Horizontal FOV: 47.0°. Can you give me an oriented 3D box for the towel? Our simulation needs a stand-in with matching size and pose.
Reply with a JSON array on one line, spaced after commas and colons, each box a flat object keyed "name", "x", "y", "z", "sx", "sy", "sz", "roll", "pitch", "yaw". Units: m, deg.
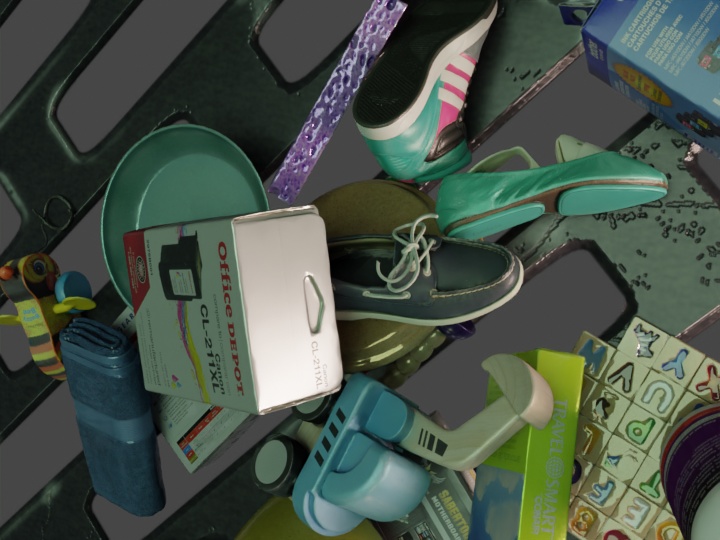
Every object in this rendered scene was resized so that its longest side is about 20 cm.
[{"name": "towel", "x": -0.254, "y": 0.153, "z": 0.865, "sx": 0.110, "sy": 0.048, "sz": 0.203, "roll": 15, "pitch": 119, "yaw": 38}]

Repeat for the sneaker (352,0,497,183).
[{"name": "sneaker", "x": 0.072, "y": -0.153, "z": 0.742, "sx": 0.083, "sy": 0.122, "sz": 0.201, "roll": 19, "pitch": 60, "yaw": 32}]

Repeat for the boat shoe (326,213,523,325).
[{"name": "boat shoe", "x": 0.032, "y": -0.003, "z": 0.680, "sx": 0.196, "sy": 0.062, "sz": 0.076, "roll": 1, "pitch": 54, "yaw": 20}]

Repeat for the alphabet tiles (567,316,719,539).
[{"name": "alphabet tiles", "x": 0.237, "y": 0.152, "z": 0.727, "sx": 0.165, "sy": 0.006, "sz": 0.202, "roll": 31, "pitch": 104, "yaw": 18}]

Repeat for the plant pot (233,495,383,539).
[{"name": "plant pot", "x": -0.069, "y": 0.317, "z": 0.750, "sx": 0.198, "sy": 0.141, "sz": 0.204, "roll": 19, "pitch": 118, "yaw": 38}]

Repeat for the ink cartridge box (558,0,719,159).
[{"name": "ink cartridge box", "x": 0.247, "y": -0.162, "z": 0.637, "sx": 0.199, "sy": 0.136, "sz": 0.077, "roll": 41, "pitch": 101, "yaw": 16}]

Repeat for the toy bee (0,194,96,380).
[{"name": "toy bee", "x": -0.362, "y": 0.027, "z": 0.916, "sx": 0.130, "sy": 0.108, "sz": 0.202, "roll": -35, "pitch": 80, "yaw": 22}]

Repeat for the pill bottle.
[{"name": "pill bottle", "x": 0.286, "y": 0.176, "z": 0.596, "sx": 0.110, "sy": 0.200, "sz": 0.115, "roll": 2, "pitch": 99, "yaw": 11}]

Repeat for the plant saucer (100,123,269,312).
[{"name": "plant saucer", "x": -0.167, "y": -0.040, "z": 0.817, "sx": 0.196, "sy": 0.036, "sz": 0.204, "roll": 1, "pitch": 93, "yaw": 22}]

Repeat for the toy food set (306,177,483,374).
[{"name": "toy food set", "x": 0.000, "y": 0.000, "z": 0.760, "sx": 0.197, "sy": 0.049, "sz": 0.201, "roll": 32, "pitch": 79, "yaw": 32}]

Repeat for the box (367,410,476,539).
[{"name": "box", "x": 0.058, "y": 0.261, "z": 0.784, "sx": 0.158, "sy": 0.048, "sz": 0.202, "roll": -36, "pitch": 80, "yaw": 19}]

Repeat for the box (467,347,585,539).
[{"name": "box", "x": 0.131, "y": 0.170, "z": 0.682, "sx": 0.047, "sy": 0.122, "sz": 0.204, "roll": 11, "pitch": 80, "yaw": -8}]

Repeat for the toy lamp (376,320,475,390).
[{"name": "toy lamp", "x": 0.026, "y": 0.110, "z": 0.787, "sx": 0.200, "sy": 0.058, "sz": 0.058, "roll": -47, "pitch": 76, "yaw": 17}]

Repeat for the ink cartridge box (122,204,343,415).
[{"name": "ink cartridge box", "x": -0.112, "y": 0.029, "z": 0.687, "sx": 0.198, "sy": 0.082, "sz": 0.149, "roll": -2, "pitch": 96, "yaw": 52}]

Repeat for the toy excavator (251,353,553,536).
[{"name": "toy excavator", "x": 0.036, "y": 0.139, "z": 0.663, "sx": 0.199, "sy": 0.100, "sz": 0.197, "roll": 22, "pitch": 80, "yaw": 44}]

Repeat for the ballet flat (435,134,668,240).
[{"name": "ballet flat", "x": 0.158, "y": -0.078, "z": 0.703, "sx": 0.196, "sy": 0.067, "sz": 0.072, "roll": -12, "pitch": 74, "yaw": 5}]

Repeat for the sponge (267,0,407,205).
[{"name": "sponge", "x": -0.020, "y": -0.161, "z": 0.762, "sx": 0.030, "sy": 0.112, "sz": 0.202, "roll": 30, "pitch": 105, "yaw": -7}]

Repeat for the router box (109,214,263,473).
[{"name": "router box", "x": -0.155, "y": 0.075, "z": 0.863, "sx": 0.200, "sy": 0.049, "sz": 0.180, "roll": -44, "pitch": 76, "yaw": 18}]
